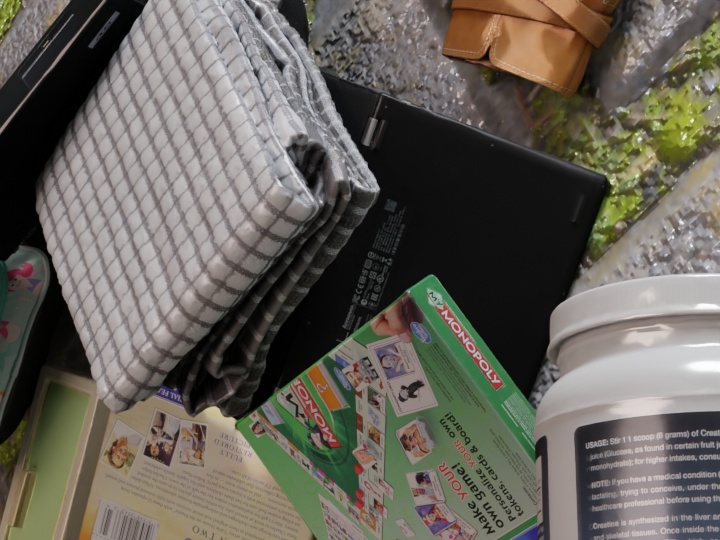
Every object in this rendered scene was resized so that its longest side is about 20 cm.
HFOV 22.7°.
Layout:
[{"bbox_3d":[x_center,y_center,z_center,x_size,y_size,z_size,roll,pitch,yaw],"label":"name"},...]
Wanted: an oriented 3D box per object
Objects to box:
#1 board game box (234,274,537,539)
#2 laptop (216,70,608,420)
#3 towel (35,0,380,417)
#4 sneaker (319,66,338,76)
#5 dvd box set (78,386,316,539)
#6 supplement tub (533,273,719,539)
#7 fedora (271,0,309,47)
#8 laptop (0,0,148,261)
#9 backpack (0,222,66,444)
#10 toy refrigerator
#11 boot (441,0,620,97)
[{"bbox_3d":[0.044,0.119,0.862,0.134,0.029,0.200,-38,87,35],"label":"board game box"},{"bbox_3d":[0.000,0.000,0.967,0.116,0.199,0.188,-122,51,-81],"label":"laptop"},{"bbox_3d":[-0.080,-0.040,0.927,0.166,0.085,0.200,-51,43,23],"label":"towel"},{"bbox_3d":[-0.060,-0.028,1.067,0.074,0.079,0.201,33,102,50],"label":"sneaker"},{"bbox_3d":[-0.076,0.098,1.023,0.146,0.029,0.201,18,99,22],"label":"dvd box set"},{"bbox_3d":[0.143,0.114,0.748,0.140,0.140,0.201,-17,66,44],"label":"supplement tub"},{"bbox_3d":[-0.093,-0.138,1.115,0.200,0.092,0.201,-23,50,30],"label":"fedora"},{"bbox_3d":[-0.195,-0.106,1.036,0.177,0.103,0.200,-49,41,7],"label":"laptop"},{"bbox_3d":[-0.302,0.024,1.140,0.199,0.151,0.178,23,107,5],"label":"backpack"},{"bbox_3d":[-0.189,0.168,1.155,0.076,0.070,0.201,14,89,49],"label":"toy refrigerator"},{"bbox_3d":[0.075,-0.189,0.973,0.200,0.073,0.155,33,107,51],"label":"boot"}]
